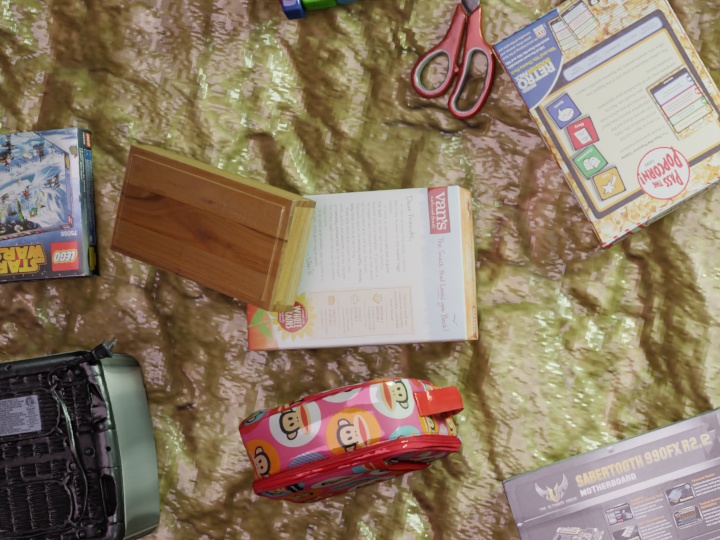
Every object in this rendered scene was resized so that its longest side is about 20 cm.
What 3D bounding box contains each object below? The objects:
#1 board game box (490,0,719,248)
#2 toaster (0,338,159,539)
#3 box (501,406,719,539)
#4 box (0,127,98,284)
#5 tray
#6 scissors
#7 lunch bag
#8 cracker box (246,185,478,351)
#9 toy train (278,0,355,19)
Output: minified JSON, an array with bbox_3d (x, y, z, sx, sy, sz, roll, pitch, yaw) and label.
[{"bbox_3d":[0.225,-0.142,1.675,0.151,0.046,0.201,-29,82,11],"label":"board game box"},{"bbox_3d":[-0.277,0.164,1.758,0.199,0.119,0.182,-10,87,14],"label":"toaster"},{"bbox_3d":[0.238,0.221,1.663,0.199,0.048,0.159,-21,83,12],"label":"box"},{"bbox_3d":[-0.344,-0.055,1.820,0.199,0.040,0.138,-4,87,14],"label":"box"},{"bbox_3d":[-0.133,-0.039,1.725,0.199,0.037,0.099,20,101,37],"label":"tray"},{"bbox_3d":[0.103,-0.234,1.727,0.073,0.014,0.201,20,93,16],"label":"scissors"},{"bbox_3d":[0.005,0.136,1.648,0.175,0.200,0.082,-19,80,13],"label":"lunch bag"},{"bbox_3d":[0.000,0.000,1.723,0.199,0.058,0.135,-3,87,15],"label":"cracker box"},{"bbox_3d":[-0.031,-0.330,1.731,0.115,0.085,0.201,-8,87,3],"label":"toy train"}]
